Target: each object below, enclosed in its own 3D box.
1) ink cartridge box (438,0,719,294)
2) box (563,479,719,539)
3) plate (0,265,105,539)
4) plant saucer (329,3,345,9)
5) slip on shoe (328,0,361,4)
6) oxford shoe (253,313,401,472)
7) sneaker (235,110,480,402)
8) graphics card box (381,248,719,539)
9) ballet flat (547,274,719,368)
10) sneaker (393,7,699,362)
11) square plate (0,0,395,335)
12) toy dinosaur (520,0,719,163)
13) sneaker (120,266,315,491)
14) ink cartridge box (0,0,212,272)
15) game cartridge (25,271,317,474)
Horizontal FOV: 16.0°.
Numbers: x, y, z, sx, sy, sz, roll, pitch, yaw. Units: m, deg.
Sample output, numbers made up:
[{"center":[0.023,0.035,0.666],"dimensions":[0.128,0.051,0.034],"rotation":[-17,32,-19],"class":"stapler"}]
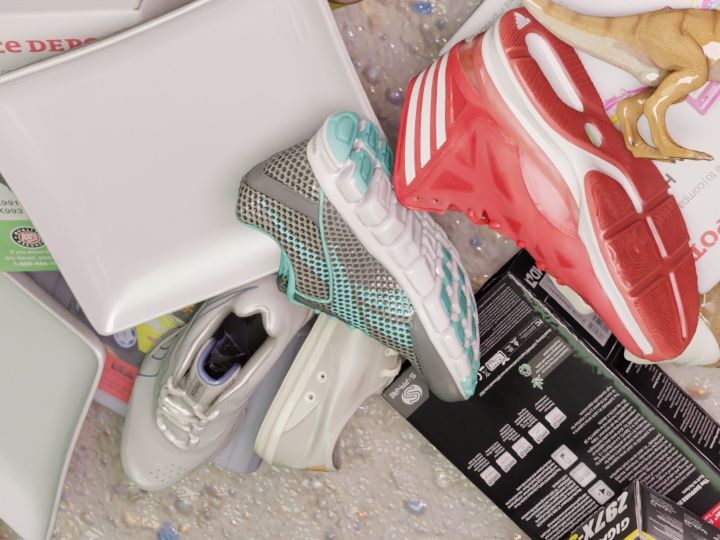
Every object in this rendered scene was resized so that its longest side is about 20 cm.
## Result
[{"center":[0.167,-0.110,1.374],"dimensions":[0.200,0.085,0.145],"rotation":[41,122,-2],"class":"ink cartridge box"},{"center":[0.184,0.224,1.503],"dimensions":[0.200,0.049,0.160],"rotation":[31,126,-23],"class":"box"},{"center":[-0.241,0.050,1.600],"dimensions":[0.199,0.032,0.200],"rotation":[39,136,17],"class":"plate"},{"center":[-0.103,-0.218,1.450],"dimensions":[0.199,0.048,0.200],"rotation":[-15,108,26],"class":"plant saucer"},{"center":[-0.011,-0.242,1.371],"dimensions":[0.076,0.061,0.201],"rotation":[2,101,-2],"class":"slip on shoe"},{"center":[0.004,0.033,1.495],"dimensions":[0.058,0.075,0.200],"rotation":[27,100,6],"class":"oxford shoe"},{"center":[0.000,0.000,1.418],"dimensions":[0.091,0.078,0.200],"rotation":[-19,124,21],"class":"sneaker"},{"center":[0.125,0.096,1.506],"dimensions":[0.200,0.051,0.125],"rotation":[43,122,-3],"class":"graphics card box"},{"center":[0.154,0.005,1.435],"dimensions":[0.200,0.072,0.068],"rotation":[42,154,-2],"class":"ballet flat"},{"center":[0.094,-0.032,1.361],"dimensions":[0.115,0.078,0.200],"rotation":[-24,93,41],"class":"sneaker"},{"center":[-0.090,-0.068,1.395],"dimensions":[0.199,0.028,0.198],"rotation":[-21,134,5],"class":"square plate"},{"center":[0.152,-0.110,1.308],"dimensions":[0.199,0.060,0.107],"rotation":[6,90,11],"class":"toy dinosaur"},{"center":[-0.094,0.061,1.515],"dimensions":[0.074,0.087,0.200],"rotation":[34,122,1],"class":"sneaker"},{"center":[-0.160,-0.097,1.456],"dimensions":[0.145,0.088,0.200],"rotation":[0,134,13],"class":"ink cartridge box"},{"center":[-0.131,0.028,1.585],"dimensions":[0.200,0.041,0.133],"rotation":[27,116,8],"class":"game cartridge"}]
